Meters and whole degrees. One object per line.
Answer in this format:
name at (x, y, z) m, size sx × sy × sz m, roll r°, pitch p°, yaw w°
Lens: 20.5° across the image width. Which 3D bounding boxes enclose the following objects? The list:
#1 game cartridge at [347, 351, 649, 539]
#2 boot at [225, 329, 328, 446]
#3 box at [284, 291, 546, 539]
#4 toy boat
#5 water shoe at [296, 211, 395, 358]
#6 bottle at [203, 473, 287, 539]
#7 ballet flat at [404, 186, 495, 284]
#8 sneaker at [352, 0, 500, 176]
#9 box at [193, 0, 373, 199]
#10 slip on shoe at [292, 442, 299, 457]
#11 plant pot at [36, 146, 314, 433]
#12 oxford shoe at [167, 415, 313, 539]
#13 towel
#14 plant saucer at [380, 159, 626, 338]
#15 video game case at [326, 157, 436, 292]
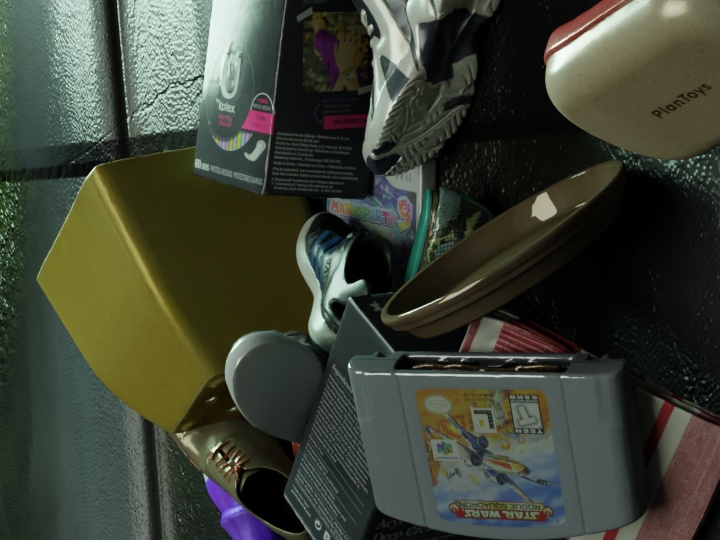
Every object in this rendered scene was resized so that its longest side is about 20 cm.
game cartridge at (0.094, 0.120, 1.358) m, size 0.199 × 0.042 × 0.134 m, roll -1°, pitch 111°, yaw 24°
boot at (-0.060, 0.081, 1.543) m, size 0.073 × 0.200 × 0.096 m, roll -41°, pitch 51°, yaw 2°
box at (0.050, 0.120, 1.506) m, size 0.107 × 0.148 × 0.201 m, roll 50°, pitch 135°, yaw 40°
toy boat at (0.207, -0.160, 1.269) m, size 0.200 × 0.130 × 0.131 m, roll -30°, pitch 40°, yaw 54°
water shoe at (0.000, 0.000, 1.578) m, size 0.079 × 0.071 × 0.200 m, roll -52°, pitch 24°, yaw 23°
bottle at (-0.111, 0.178, 1.838) m, size 0.084 × 0.065 × 0.201 m, roll -44°, pitch 59°, yaw 56°
ballet flat at (0.057, 0.029, 1.553) m, size 0.074 × 0.074 × 0.201 m, roll 52°, pitch 136°, yaw 39°
sneaker at (0.030, -0.184, 1.550) m, size 0.130 × 0.079 × 0.200 m, roll 49°, pitch 133°, yaw 44°
box at (-0.057, -0.166, 1.642) m, size 0.122 × 0.106 × 0.201 m, roll 16°, pitch 101°, yaw 54°
slip on shoe at (-0.007, 0.179, 1.684) m, size 0.200 × 0.061 × 0.075 m, roll 36°, pitch 126°, yaw 51°
plant pot at (-0.139, 0.024, 1.748) m, size 0.201 × 0.195 × 0.194 m, roll 62°, pitch 145°, yaw 19°
oxford shoe at (-0.102, 0.168, 1.755) m, size 0.200 × 0.075 × 0.071 m, roll 35°, pitch 90°, yaw 17°
towel at (0.150, 0.121, 1.371) m, size 0.199 × 0.023 × 0.145 m, roll 26°, pitch 122°, yaw 12°
plant saucer at (0.104, -0.012, 1.379) m, size 0.030 × 0.200 × 0.200 m, roll 56°, pitch 147°, yaw -8°
video game case at (0.015, -0.001, 1.658) m, size 0.143 × 0.018 × 0.201 m, roll 16°, pitch 108°, yaw 56°
